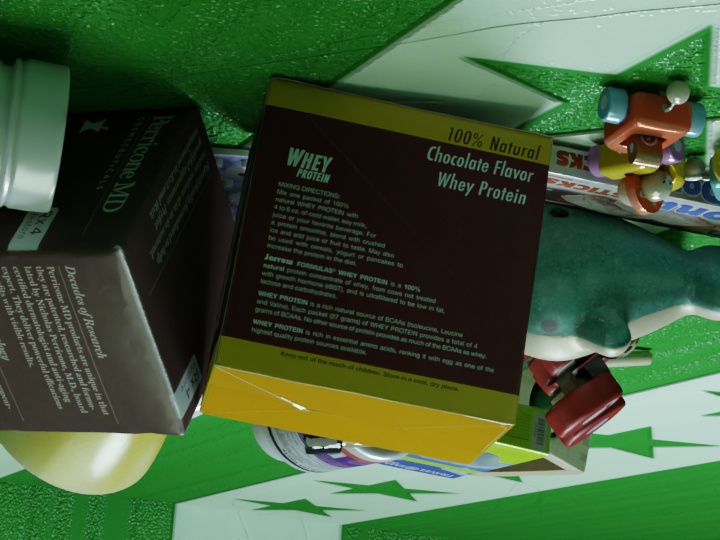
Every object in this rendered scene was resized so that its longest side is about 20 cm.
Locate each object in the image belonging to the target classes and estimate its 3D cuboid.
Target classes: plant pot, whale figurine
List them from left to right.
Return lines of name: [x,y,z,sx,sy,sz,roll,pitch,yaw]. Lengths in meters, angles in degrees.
plant pot: [-0.256,0.098,1.748,0.199,0.201,0.142,14,135,-33]
whale figurine: [0.188,-0.003,1.335,0.199,0.159,0.104,-1,125,8]

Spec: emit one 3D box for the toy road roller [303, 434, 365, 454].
toy road roller: [0.006,0.047,1.429,0.122,0.201,0.146,-3,-157,-1]

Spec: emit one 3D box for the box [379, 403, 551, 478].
box: [0.079,0.158,1.689,0.121,0.048,0.200,15,160,-24]

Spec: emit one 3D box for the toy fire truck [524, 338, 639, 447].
toy fire truck: [0.207,0.053,1.495,0.168,0.112,0.200,-36,166,2]

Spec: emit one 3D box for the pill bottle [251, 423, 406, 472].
pill bottle: [-0.024,0.129,1.642,0.111,0.112,0.200,12,165,-26]

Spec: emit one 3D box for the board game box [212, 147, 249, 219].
board game box: [-0.070,-0.050,1.393,0.199,0.026,0.200,4,166,-2]

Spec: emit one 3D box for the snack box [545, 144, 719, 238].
snack box: [0.205,-0.057,1.293,0.199,0.024,0.072,10,165,-19]

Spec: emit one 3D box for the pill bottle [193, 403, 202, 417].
pill bottle: [-0.157,0.071,1.581,0.116,0.117,0.200,0,-171,15]

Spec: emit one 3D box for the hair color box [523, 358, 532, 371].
hair color box: [0.070,0.081,1.701,0.199,0.061,0.099,-8,-163,41]

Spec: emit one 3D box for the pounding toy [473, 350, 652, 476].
pounding toy: [0.164,0.125,1.834,0.199,0.143,0.184,-7,152,43]

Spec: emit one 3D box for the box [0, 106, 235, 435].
box: [-0.206,0.000,1.235,0.199,0.166,0.165,-1,128,19]

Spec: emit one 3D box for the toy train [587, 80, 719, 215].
toy train: [0.233,-0.068,1.183,0.199,0.056,0.150,10,165,-19]

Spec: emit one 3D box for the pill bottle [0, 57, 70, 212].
pill bottle: [-0.287,-0.096,1.105,0.199,0.114,0.113,8,165,-14]

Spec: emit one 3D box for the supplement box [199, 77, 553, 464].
supplement box: [0.009,0.004,1.189,0.196,0.201,0.133,11,161,-6]
